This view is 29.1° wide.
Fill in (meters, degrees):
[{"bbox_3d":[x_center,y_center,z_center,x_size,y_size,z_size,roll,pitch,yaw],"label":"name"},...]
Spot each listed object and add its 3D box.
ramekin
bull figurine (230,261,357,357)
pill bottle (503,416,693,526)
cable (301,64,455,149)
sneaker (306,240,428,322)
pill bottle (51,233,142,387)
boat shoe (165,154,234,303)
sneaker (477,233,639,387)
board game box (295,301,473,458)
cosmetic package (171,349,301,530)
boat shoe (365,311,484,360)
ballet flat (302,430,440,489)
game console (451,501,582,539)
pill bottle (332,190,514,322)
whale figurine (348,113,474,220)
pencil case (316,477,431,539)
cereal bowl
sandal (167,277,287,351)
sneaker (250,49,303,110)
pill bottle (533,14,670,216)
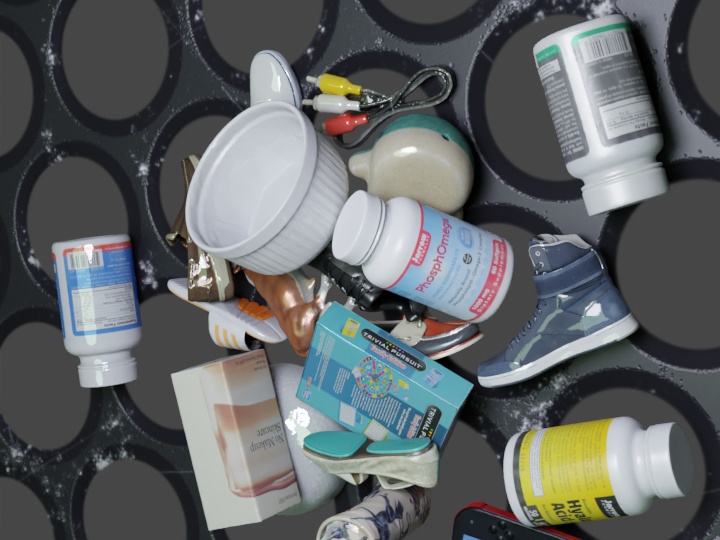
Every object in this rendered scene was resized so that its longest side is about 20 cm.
[{"bbox_3d":[-0.105,-0.091,1.662,0.199,0.105,0.203,-24,51,33],"label":"ramekin"},{"bbox_3d":[-0.090,0.011,1.783,0.121,0.065,0.201,-44,67,24],"label":"bull figurine"},{"bbox_3d":[0.273,0.228,1.589,0.198,0.111,0.113,-14,90,30],"label":"pill bottle"},{"bbox_3d":[0.022,-0.200,1.707,0.198,0.050,0.099,-1,99,30],"label":"cable"},{"bbox_3d":[0.000,0.000,1.687,0.197,0.091,0.076,17,143,6],"label":"sneaker"},{"bbox_3d":[-0.361,0.055,1.921,0.111,0.112,0.203,-4,95,29],"label":"pill bottle"},{"bbox_3d":[-0.220,-0.055,1.820,0.074,0.075,0.205,-12,70,-8],"label":"boat shoe"},{"bbox_3d":[0.203,0.041,1.614,0.201,0.077,0.148,-26,95,19],"label":"sneaker"},{"bbox_3d":[0.026,0.147,1.699,0.198,0.047,0.152,30,138,11],"label":"board game box"},{"bbox_3d":[-0.155,0.210,1.737,0.086,0.103,0.203,-14,91,30],"label":"cosmetic package"},{"bbox_3d":[0.060,0.080,1.714,0.198,0.071,0.063,-13,95,36],"label":"boat shoe"},{"bbox_3d":[0.010,0.237,1.697,0.198,0.067,0.063,-1,109,37],"label":"ballet flat"},{"bbox_3d":[0.187,0.389,1.683,0.175,0.031,0.203,18,117,27],"label":"game console"},{"bbox_3d":[0.072,-0.019,1.613,0.109,0.198,0.110,-49,29,41],"label":"pill bottle"},{"bbox_3d":[0.058,-0.108,1.682,0.158,0.105,0.200,26,136,-11],"label":"whale figurine"},{"bbox_3d":[0.015,0.310,1.692,0.089,0.200,0.078,-31,86,26],"label":"pencil case"},{"bbox_3d":[-0.110,0.227,1.820,0.198,0.083,0.203,4,98,28],"label":"cereal bowl"},{"bbox_3d":[-0.177,0.068,1.845,0.205,0.079,0.060,24,109,33],"label":"sandal"},{"bbox_3d":[-0.116,-0.181,1.775,0.072,0.071,0.203,-4,95,29],"label":"sneaker"},{"bbox_3d":[0.270,-0.170,1.537,0.112,0.113,0.203,-17,88,30],"label":"pill bottle"}]
